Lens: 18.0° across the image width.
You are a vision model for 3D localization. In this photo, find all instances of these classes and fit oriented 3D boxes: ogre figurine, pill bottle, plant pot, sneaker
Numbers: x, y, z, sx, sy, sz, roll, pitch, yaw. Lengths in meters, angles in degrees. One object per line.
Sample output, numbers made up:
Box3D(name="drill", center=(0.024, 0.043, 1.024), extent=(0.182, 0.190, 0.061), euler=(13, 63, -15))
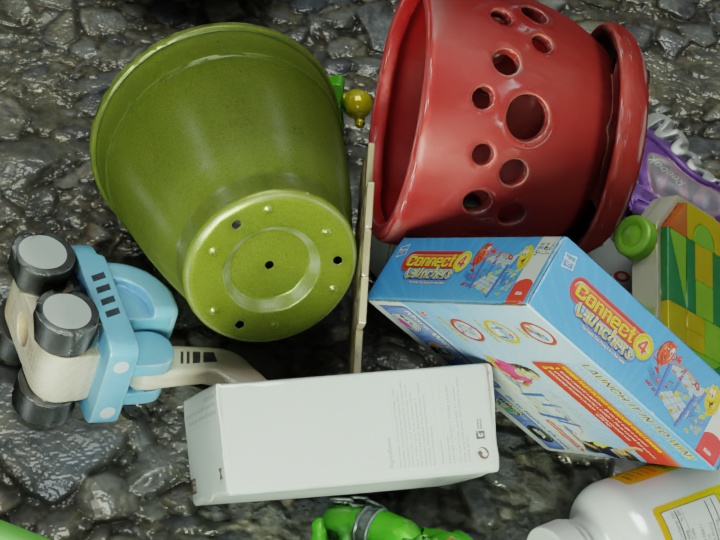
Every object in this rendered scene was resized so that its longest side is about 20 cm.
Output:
Box3D(name="ogre figurine", center=(0.019, 0.222, 1.532), extent=(0.119, 0.099, 0.200), euler=(0, 9, 7))
Box3D(name="pill bottle", center=(0.218, 0.185, 1.595), extent=(0.199, 0.105, 0.104), euler=(-16, 48, -25))
Box3D(name="plant pot", center=(0.110, -0.107, 1.695), extent=(0.182, 0.201, 0.201), euler=(9, 42, -9))
Box3D(name="sneaker", center=(0.262, -0.046, 1.875), extent=(0.088, 0.081, 0.200), euler=(-22, 46, -21))
Box3D(name="plant pot", center=(-0.087, -0.050, 1.696), extent=(0.199, 0.201, 0.193), euler=(-5, 35, -15))

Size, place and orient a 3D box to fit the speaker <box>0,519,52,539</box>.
Box3D(name="speaker", center=(-0.210, 0.218, 1.496), extent=(0.199, 0.089, 0.089), euler=(19, 44, 10))

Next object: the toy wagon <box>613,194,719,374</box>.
Box3D(name="toy wagon", center=(0.246, 0.049, 1.722), extent=(0.039, 0.155, 0.201), euler=(-11, 68, 35))

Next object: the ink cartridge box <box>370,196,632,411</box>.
Box3D(name="ink cartridge box", center=(0.112, 0.000, 1.787), extent=(0.146, 0.083, 0.200), euler=(-21, 52, -28))

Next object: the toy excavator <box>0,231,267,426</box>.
Box3D(name="toy excavator", center=(-0.153, 0.061, 1.676), extent=(0.199, 0.100, 0.195), euler=(-4, 45, -26))

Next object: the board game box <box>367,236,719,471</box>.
Box3D(name="board game box", center=(0.135, 0.056, 1.574), extent=(0.196, 0.200, 0.056), euler=(1, 55, 58))

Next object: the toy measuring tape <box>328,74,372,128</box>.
Box3D(name="toy measuring tape", center=(-0.084, -0.111, 1.897), extent=(0.199, 0.074, 0.074), euler=(-13, 43, 7))

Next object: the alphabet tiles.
Box3D(name="alphabet tiles", center=(0.000, 0.000, 1.669), extent=(0.006, 0.200, 0.167), euler=(4, 83, -2))

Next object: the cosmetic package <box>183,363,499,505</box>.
Box3D(name="cosmetic package", center=(-0.016, 0.116, 1.590), extent=(0.199, 0.113, 0.082), euler=(-2, 81, -19))
